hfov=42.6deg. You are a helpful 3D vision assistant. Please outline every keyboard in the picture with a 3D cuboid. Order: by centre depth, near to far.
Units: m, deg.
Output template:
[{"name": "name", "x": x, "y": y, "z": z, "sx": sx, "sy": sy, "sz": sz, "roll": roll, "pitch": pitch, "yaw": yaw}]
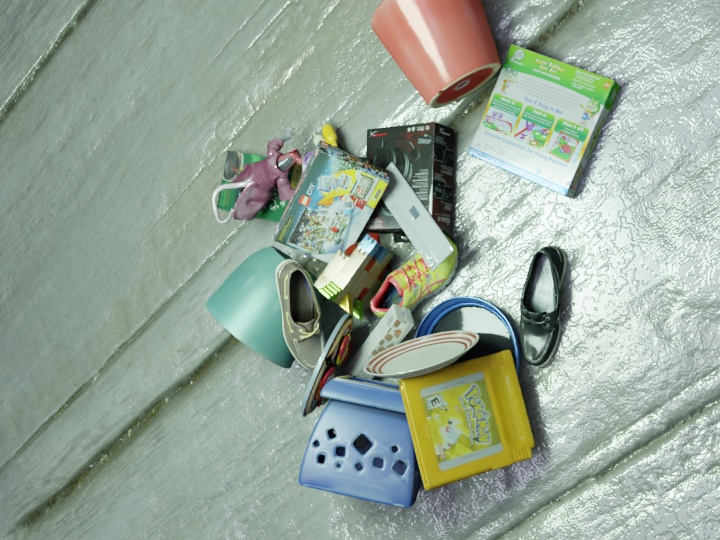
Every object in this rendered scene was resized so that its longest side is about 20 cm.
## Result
[{"name": "keyboard", "x": 0.088, "y": -0.094, "z": 1.581, "sx": 0.056, "sy": 0.011, "sz": 0.202, "roll": -43, "pitch": 65, "yaw": 21}]

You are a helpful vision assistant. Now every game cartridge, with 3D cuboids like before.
[{"name": "game cartridge", "x": 0.174, "y": 0.238, "z": 1.483, "sx": 0.196, "sy": 0.032, "sz": 0.180, "roll": -14, "pitch": 85, "yaw": -14}]

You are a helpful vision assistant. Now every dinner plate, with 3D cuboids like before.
[{"name": "dinner plate", "x": 0.101, "y": 0.141, "z": 1.508, "sx": 0.197, "sy": 0.200, "sz": 0.025, "roll": -14, "pitch": 99, "yaw": 29}]

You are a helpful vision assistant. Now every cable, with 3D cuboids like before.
[{"name": "cable", "x": -0.044, "y": -0.197, "z": 1.699, "sx": 0.200, "sy": 0.049, "sz": 0.099, "roll": 52, "pitch": 126, "yaw": 53}]

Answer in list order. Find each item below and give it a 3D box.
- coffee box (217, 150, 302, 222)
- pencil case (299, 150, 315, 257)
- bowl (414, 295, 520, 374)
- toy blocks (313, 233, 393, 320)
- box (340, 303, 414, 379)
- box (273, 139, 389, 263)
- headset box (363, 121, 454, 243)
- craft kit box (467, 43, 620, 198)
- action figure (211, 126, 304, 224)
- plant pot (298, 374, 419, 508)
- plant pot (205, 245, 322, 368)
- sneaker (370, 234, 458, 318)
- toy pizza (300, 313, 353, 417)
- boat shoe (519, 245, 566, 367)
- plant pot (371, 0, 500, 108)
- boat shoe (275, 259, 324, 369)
[{"name": "coffee box", "x": -0.188, "y": -0.164, "z": 1.822, "sx": 0.197, "sy": 0.044, "sz": 0.126, "roll": 15, "pitch": 94, "yaw": 30}, {"name": "pencil case", "x": -0.071, "y": -0.117, "z": 1.682, "sx": 0.083, "sy": 0.085, "sz": 0.203, "roll": 7, "pitch": 128, "yaw": 1}, {"name": "bowl", "x": 0.185, "y": 0.146, "z": 1.589, "sx": 0.197, "sy": 0.039, "sz": 0.206, "roll": -2, "pitch": 87, "yaw": 30}, {"name": "toy blocks", "x": 0.000, "y": 0.000, "z": 1.634, "sx": 0.099, "sy": 0.200, "sz": 0.138, "roll": 37, "pitch": 91, "yaw": 22}, {"name": "box", "x": 0.027, "y": 0.143, "z": 1.646, "sx": 0.201, "sy": 0.038, "sz": 0.042, "roll": -55, "pitch": 28, "yaw": 32}, {"name": "box", "x": -0.052, "y": -0.112, "z": 1.612, "sx": 0.202, "sy": 0.134, "sz": 0.038, "roll": -59, "pitch": 17, "yaw": 31}, {"name": "headset box", "x": 0.085, "y": -0.151, "z": 1.637, "sx": 0.146, "sy": 0.077, "sz": 0.205, "roll": 1, "pitch": 86, "yaw": 36}, {"name": "craft kit box", "x": 0.302, "y": -0.250, "z": 1.542, "sx": 0.198, "sy": 0.048, "sz": 0.201, "roll": 28, "pitch": 104, "yaw": 28}, {"name": "action figure", "x": -0.179, "y": -0.183, "z": 1.707, "sx": 0.199, "sy": 0.147, "sz": 0.137, "roll": -30, "pitch": 77, "yaw": 47}, {"name": "plant pot", "x": 0.016, "y": 0.281, "z": 1.572, "sx": 0.195, "sy": 0.200, "sz": 0.184, "roll": 10, "pitch": 86, "yaw": 9}, {"name": "plant pot", "x": -0.163, "y": 0.055, "z": 1.716, "sx": 0.200, "sy": 0.200, "sz": 0.162, "roll": 38, "pitch": 92, "yaw": 26}, {"name": "sneaker", "x": 0.093, "y": 0.017, "z": 1.621, "sx": 0.201, "sy": 0.090, "sz": 0.078, "roll": -49, "pitch": 64, "yaw": 16}, {"name": "toy pizza", "x": -0.051, "y": 0.172, "z": 1.643, "sx": 0.031, "sy": 0.200, "sz": 0.204, "roll": 24, "pitch": 100, "yaw": 7}, {"name": "boat shoe", "x": 0.294, "y": 0.059, "z": 1.514, "sx": 0.073, "sy": 0.066, "sz": 0.204, "roll": 16, "pitch": 95, "yaw": 29}, {"name": "plant pot", "x": 0.138, "y": -0.390, "z": 1.570, "sx": 0.198, "sy": 0.200, "sz": 0.180, "roll": -29, "pitch": 83, "yaw": 25}, {"name": "boat shoe", "x": -0.100, "y": 0.083, "z": 1.612, "sx": 0.059, "sy": 0.070, "sz": 0.204, "roll": -155, "pitch": 51, "yaw": -68}]
